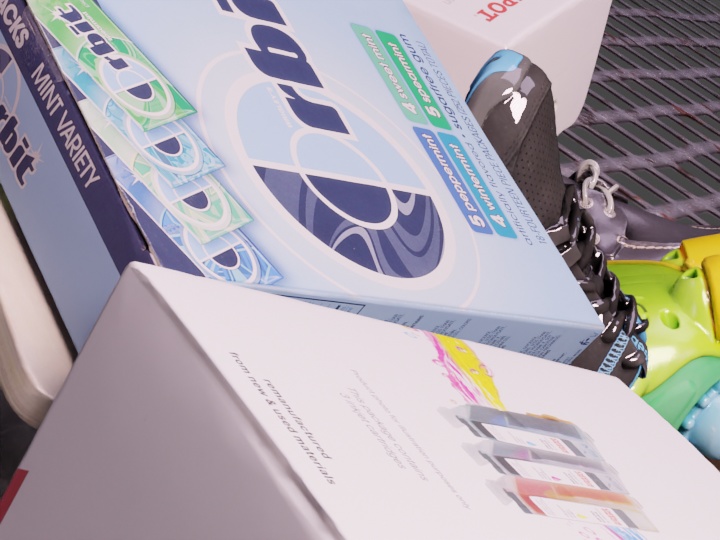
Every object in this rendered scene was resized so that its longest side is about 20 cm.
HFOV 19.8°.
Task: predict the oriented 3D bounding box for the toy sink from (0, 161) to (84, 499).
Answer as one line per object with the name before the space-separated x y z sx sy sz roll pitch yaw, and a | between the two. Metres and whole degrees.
toy sink | -0.107 0.008 0.672 0.130 0.112 0.201 11 41 -42

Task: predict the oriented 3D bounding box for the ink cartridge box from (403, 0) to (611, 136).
ink cartridge box | 0.006 -0.130 0.983 0.199 0.085 0.146 27 32 17

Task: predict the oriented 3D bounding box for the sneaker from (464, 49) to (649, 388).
sneaker | 0.077 0.007 0.812 0.081 0.201 0.073 6 32 20

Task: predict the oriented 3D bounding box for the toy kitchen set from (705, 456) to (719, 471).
toy kitchen set | 0.262 0.063 0.967 0.162 0.181 0.200 25 30 -10

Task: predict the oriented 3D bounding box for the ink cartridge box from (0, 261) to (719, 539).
ink cartridge box | 0.013 0.110 0.561 0.199 0.146 0.145 15 23 -41

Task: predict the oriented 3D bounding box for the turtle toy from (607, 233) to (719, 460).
turtle toy | 0.118 0.045 0.950 0.145 0.102 0.200 -10 6 5

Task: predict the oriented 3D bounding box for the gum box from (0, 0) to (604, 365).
gum box | -0.032 -0.040 0.666 0.199 0.045 0.171 8 44 -47

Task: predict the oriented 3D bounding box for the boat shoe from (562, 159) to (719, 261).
boat shoe | 0.108 -0.024 1.054 0.198 0.063 0.073 3 11 5
